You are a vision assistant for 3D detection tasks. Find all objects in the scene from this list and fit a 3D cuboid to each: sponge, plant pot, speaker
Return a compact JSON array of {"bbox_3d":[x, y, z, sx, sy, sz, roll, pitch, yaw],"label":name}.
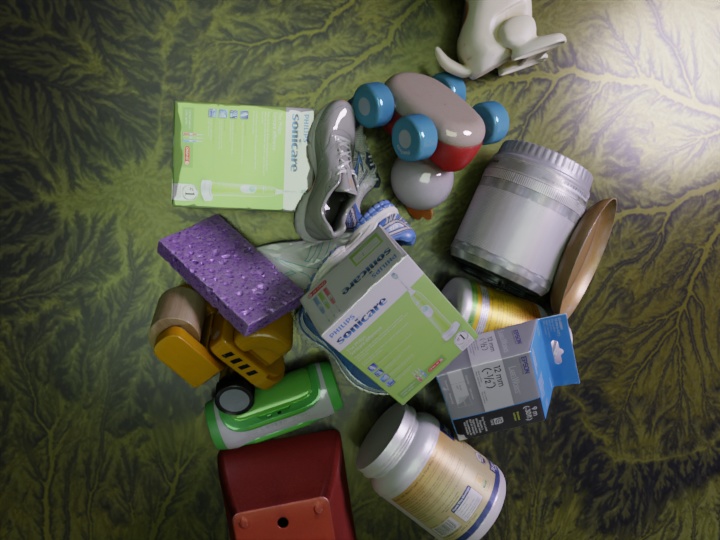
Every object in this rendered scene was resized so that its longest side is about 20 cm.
[{"bbox_3d":[-0.185,0.002,0.977,0.200,0.111,0.030,40,135,22],"label":"sponge"},{"bbox_3d":[-0.107,0.373,1.016,0.198,0.176,0.202,-9,95,-5],"label":"plant pot"},{"bbox_3d":[0.332,-0.018,1.038,0.027,0.200,0.202,25,92,25],"label":"plant pot"},{"bbox_3d":[-0.130,0.205,1.046,0.198,0.088,0.089,-18,96,-4],"label":"speaker"}]

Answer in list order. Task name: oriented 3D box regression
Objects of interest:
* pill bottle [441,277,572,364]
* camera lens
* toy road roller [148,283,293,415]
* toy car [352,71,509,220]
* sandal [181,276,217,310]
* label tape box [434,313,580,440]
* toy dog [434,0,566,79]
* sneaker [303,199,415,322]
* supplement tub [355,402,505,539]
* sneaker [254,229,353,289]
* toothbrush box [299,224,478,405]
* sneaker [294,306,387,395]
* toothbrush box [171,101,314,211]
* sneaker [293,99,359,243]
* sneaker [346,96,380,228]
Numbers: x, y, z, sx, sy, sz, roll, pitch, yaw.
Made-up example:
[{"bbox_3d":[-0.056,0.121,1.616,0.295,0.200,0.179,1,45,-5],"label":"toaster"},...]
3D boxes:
[{"bbox_3d":[0.218,0.092,1.054,0.198,0.111,0.112,19,92,-15],"label":"pill bottle"},{"bbox_3d":[0.237,-0.071,1.023,0.159,0.160,0.202,24,92,-7],"label":"camera lens"},{"bbox_3d":[-0.184,0.090,0.979,0.146,0.123,0.200,-38,118,17],"label":"toy road roller"},{"bbox_3d":[0.085,-0.169,1.021,0.183,0.177,0.201,-19,140,-37],"label":"toy car"},{"bbox_3d":[-0.217,0.028,1.041,0.202,0.050,0.083,43,90,-8],"label":"sandal"},{"bbox_3d":[0.215,0.156,0.992,0.198,0.066,0.144,-15,124,10],"label":"label tape box"},{"bbox_3d":[0.189,-0.396,1.018,0.192,0.140,0.202,-16,93,10],"label":"toy dog"},{"bbox_3d":[0.000,0.000,0.955,0.085,0.077,0.200,39,88,12],"label":"sneaker"},{"bbox_3d":[0.105,0.308,1.048,0.199,0.144,0.145,39,90,-8],"label":"supplement tub"},{"bbox_3d":[-0.065,-0.017,1.045,0.198,0.070,0.081,-12,94,3],"label":"sneaker"},{"bbox_3d":[0.042,0.064,0.910,0.146,0.086,0.200,-43,131,4],"label":"toothbrush box"},{"bbox_3d":[-0.004,0.109,1.024,0.199,0.089,0.079,37,48,-5],"label":"sneaker"},{"bbox_3d":[-0.168,-0.162,1.005,0.198,0.086,0.147,1,95,-5],"label":"toothbrush box"},{"bbox_3d":[-0.028,-0.134,0.941,0.075,0.092,0.202,9,90,-34],"label":"sneaker"},{"bbox_3d":[-0.010,-0.158,1.044,0.084,0.077,0.202,8,101,-16],"label":"sneaker"}]
